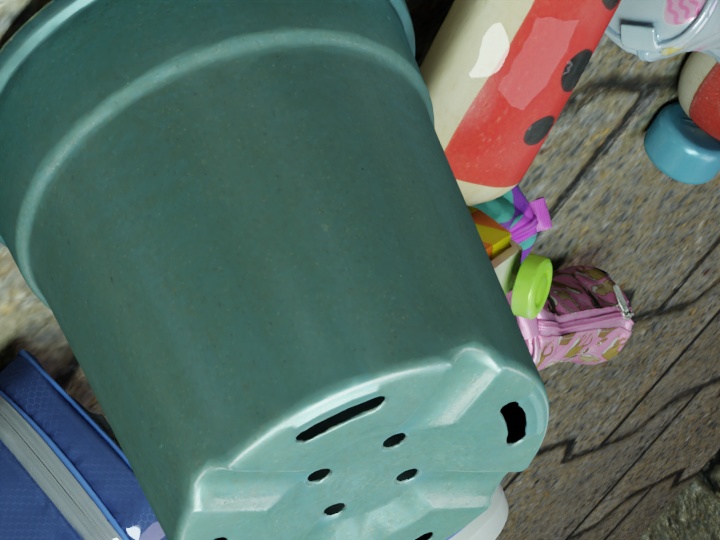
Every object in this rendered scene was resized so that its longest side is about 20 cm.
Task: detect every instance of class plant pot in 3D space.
[{"bbox_3d":[-0.032,0.007,0.731,0.200,0.196,0.200,-19,147,-13],"label":"plant pot"}]

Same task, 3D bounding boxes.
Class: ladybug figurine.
[{"bbox_3d":[0.076,-0.111,0.932,0.200,0.072,0.136,-63,179,32],"label":"ladybug figurine"}]

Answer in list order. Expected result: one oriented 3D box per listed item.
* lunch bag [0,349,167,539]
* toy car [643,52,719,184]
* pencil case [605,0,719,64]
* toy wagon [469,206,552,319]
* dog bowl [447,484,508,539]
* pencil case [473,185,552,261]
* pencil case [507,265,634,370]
[{"bbox_3d":[-0.156,0.140,0.939,0.132,0.136,0.200,-38,161,-16],"label":"lunch bag"},{"bbox_3d":[0.343,-0.110,1.335,0.177,0.200,0.185,-25,153,-44],"label":"toy car"},{"bbox_3d":[0.205,-0.166,1.113,0.200,0.083,0.091,-5,120,-61],"label":"pencil case"},{"bbox_3d":[0.000,0.000,0.915,0.200,0.155,0.040,-29,131,-63],"label":"toy wagon"},{"bbox_3d":[-0.013,0.149,1.184,0.200,0.079,0.200,-21,-169,4],"label":"dog bowl"},{"bbox_3d":[0.041,0.010,1.057,0.092,0.085,0.200,-8,-156,23],"label":"pencil case"},{"bbox_3d":[0.135,0.040,1.407,0.087,0.083,0.200,-51,159,22],"label":"pencil case"}]
